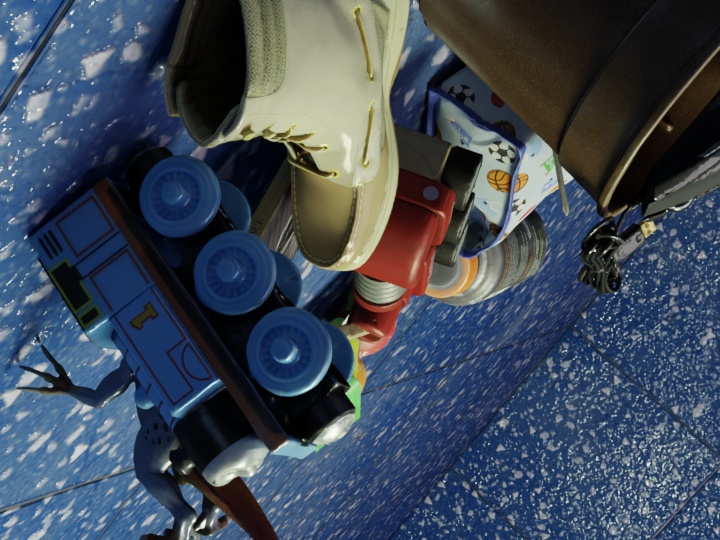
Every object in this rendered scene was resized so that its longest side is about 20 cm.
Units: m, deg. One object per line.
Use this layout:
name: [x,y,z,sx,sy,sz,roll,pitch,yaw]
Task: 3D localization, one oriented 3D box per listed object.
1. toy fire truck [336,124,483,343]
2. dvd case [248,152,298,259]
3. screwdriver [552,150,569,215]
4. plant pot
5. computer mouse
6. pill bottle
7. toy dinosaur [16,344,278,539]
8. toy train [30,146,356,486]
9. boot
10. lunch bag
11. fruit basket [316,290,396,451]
toy fire truck: [0.000,0.000,0.913,0.176,0.128,0.200,92,19,-67]
dvd case: [-0.061,-0.020,0.796,0.149,0.016,0.200,106,8,-58]
screwdriver: [0.146,-0.143,0.905,0.028,0.201,0.029,-10,175,0]
plant pot: [0.160,-0.174,0.804,0.200,0.198,0.200,-43,163,-17]
computer mouse: [0.234,-0.056,0.832,0.200,0.046,0.140,-46,163,-8]
pill bottle: [0.123,-0.021,1.245,0.106,0.106,0.200,-55,163,24]
toy dinosaur: [-0.107,0.074,0.714,0.105,0.199,0.182,-2,90,-58]
toy train: [-0.088,0.027,0.638,0.114,0.200,0.087,-38,165,4]
boot: [-0.042,-0.080,0.653,0.155,0.072,0.201,-25,128,-52]
lunch bag: [0.143,-0.118,1.037,0.170,0.124,0.200,-40,153,-22]
fruit basket: [-0.020,0.077,1.182,0.200,0.094,0.185,-59,169,-19]
